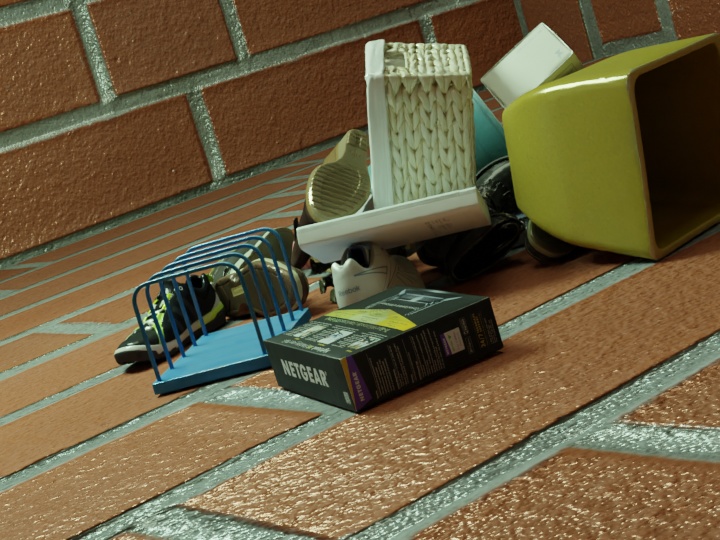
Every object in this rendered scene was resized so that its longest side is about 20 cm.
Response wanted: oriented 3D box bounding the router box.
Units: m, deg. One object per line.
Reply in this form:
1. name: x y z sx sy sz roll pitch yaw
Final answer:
1. router box: 0.017 0.069 1.365 0.156 0.053 0.200 -21 11 -21

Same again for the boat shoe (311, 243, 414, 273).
1. boat shoe: -0.015 -0.028 1.911 0.066 0.074 0.199 -27 9 -36

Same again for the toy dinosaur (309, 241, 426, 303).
1. toy dinosaur: 0.000 0.000 1.790 0.102 0.078 0.200 -5 -5 -21

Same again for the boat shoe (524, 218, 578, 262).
1. boat shoe: 0.232 -0.059 1.694 0.066 0.072 0.201 -57 -1 39

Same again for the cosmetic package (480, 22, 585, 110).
1. cosmetic package: 0.239 -0.191 1.742 0.103 0.200 0.073 -41 48 7

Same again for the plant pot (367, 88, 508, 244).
1. plant pot: 0.110 -0.134 1.927 0.188 0.200 0.200 -37 8 6

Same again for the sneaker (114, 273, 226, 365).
1. sneaker: -0.244 0.055 1.808 0.071 0.083 0.200 -11 11 31

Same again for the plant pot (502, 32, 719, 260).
1. plant pot: 0.268 -0.136 1.574 0.199 0.197 0.194 4 21 42

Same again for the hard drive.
1. hard drive: 0.040 -0.049 1.612 0.198 0.026 0.132 -12 -9 9

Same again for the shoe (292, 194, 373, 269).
1. shoe: -0.029 -0.056 2.093 0.090 0.072 0.200 -7 17 20

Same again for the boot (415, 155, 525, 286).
1. boot: 0.158 -0.057 1.736 0.200 0.069 0.174 -45 15 -7

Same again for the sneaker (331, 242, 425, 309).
1. sneaker: 0.020 0.006 1.620 0.074 0.088 0.200 -16 8 16

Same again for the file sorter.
1. file sorter: -0.156 0.039 1.630 0.138 0.124 0.200 -15 10 13

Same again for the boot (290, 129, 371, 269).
1. boot: -0.043 -0.060 1.741 0.072 0.167 0.200 25 35 -2

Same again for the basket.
1. basket: 0.071 -0.158 1.700 0.122 0.201 0.136 -3 26 1

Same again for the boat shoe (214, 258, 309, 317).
1. boat shoe: -0.110 0.016 1.832 0.074 0.075 0.202 -17 8 -31

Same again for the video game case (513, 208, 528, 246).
1. video game case: 0.281 -0.080 1.841 0.199 0.023 0.182 -16 10 11

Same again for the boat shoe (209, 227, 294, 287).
1. boat shoe: -0.152 -0.010 2.052 0.060 0.072 0.201 -8 15 26
